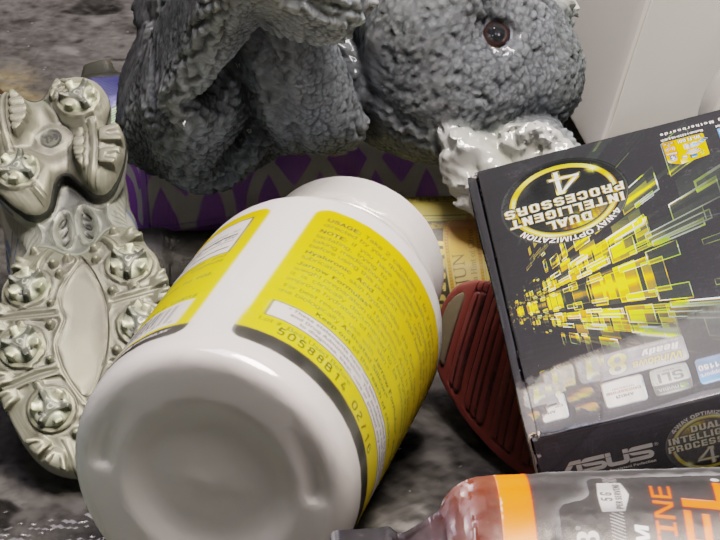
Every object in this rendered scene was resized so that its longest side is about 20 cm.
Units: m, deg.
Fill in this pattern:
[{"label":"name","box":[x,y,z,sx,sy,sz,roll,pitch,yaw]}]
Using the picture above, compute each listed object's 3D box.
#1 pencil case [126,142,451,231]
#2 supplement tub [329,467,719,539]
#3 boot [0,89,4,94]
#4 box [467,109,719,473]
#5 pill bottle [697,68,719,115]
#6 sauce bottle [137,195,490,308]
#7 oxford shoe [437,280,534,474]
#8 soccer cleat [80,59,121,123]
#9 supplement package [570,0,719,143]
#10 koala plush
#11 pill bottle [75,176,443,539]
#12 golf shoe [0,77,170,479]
[{"label":"pencil case","box":[-0.014,-0.038,1.372,0.199,0.084,0.086,-5,49,-5]},{"label":"supplement tub","box":[0.089,0.121,0.996,0.199,0.107,0.107,-2,25,-2]},{"label":"boot","box":[-0.211,-0.042,1.362,0.070,0.200,0.147,17,60,-6]},{"label":"box","box":[0.151,0.003,1.130,0.199,0.049,0.161,-13,42,4]},{"label":"pill bottle","box":[0.213,-0.028,1.298,0.113,0.114,0.200,-3,26,-5]},{"label":"sauce bottle","box":[0.000,0.000,1.305,0.199,0.065,0.065,-3,25,-1]},{"label":"oxford shoe","box":[0.112,0.058,1.192,0.075,0.071,0.200,1,22,-45]},{"label":"soccer cleat","box":[-0.054,-0.055,1.446,0.199,0.065,0.084,3,55,-2]},{"label":"supplement package","box":[0.167,-0.132,1.483,0.121,0.120,0.200,12,22,-14]},{"label":"koala plush","box":[0.008,-0.101,1.289,0.199,0.184,0.178,14,39,-16]},{"label":"pill bottle","box":[-0.030,0.037,1.166,0.111,0.112,0.200,6,27,15]},{"label":"golf shoe","box":[-0.118,0.015,1.262,0.078,0.097,0.200,-7,53,-1]}]
